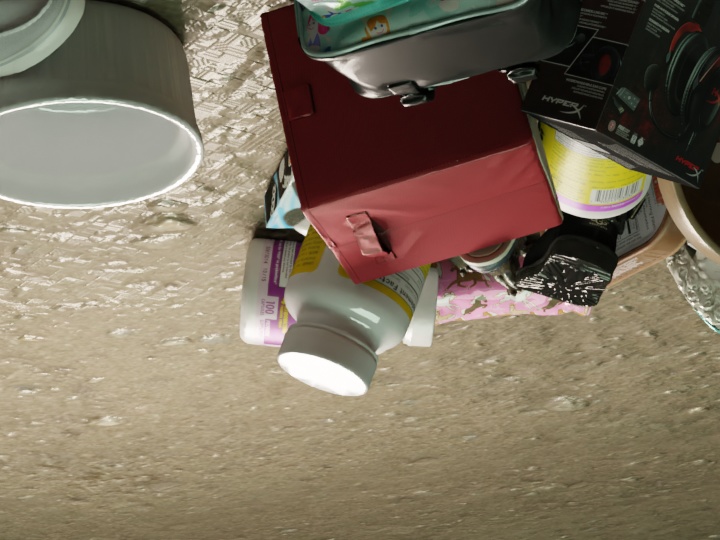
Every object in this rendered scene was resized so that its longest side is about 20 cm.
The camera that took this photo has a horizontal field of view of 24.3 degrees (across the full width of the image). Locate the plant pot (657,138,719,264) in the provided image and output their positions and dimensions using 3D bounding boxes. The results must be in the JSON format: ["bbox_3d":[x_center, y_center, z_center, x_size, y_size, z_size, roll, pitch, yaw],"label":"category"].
[{"bbox_3d":[0.312,-0.097,1.352,0.200,0.201,0.093,4,-178,-22],"label":"plant pot"}]

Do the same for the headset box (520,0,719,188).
[{"bbox_3d":[0.217,-0.179,1.211,0.075,0.200,0.149,21,179,43],"label":"headset box"}]

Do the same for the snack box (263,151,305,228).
[{"bbox_3d":[-0.013,-0.094,1.562,0.116,0.037,0.200,0,158,-16],"label":"snack box"}]

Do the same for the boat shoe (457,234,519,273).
[{"bbox_3d":[0.110,-0.071,1.417,0.075,0.200,0.062,-8,139,9],"label":"boat shoe"}]

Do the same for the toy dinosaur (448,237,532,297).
[{"bbox_3d":[0.117,-0.029,1.719,0.200,0.077,0.102,23,164,48],"label":"toy dinosaur"}]

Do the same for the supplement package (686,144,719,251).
[{"bbox_3d":[0.392,-0.086,1.513,0.152,0.151,0.200,-20,154,30],"label":"supplement package"}]

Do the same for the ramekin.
[{"bbox_3d":[-0.227,-0.133,1.333,0.200,0.098,0.201,-5,159,-2],"label":"ramekin"}]

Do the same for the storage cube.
[{"bbox_3d":[0.042,-0.119,1.304,0.179,0.200,0.171,-16,157,9],"label":"storage cube"}]

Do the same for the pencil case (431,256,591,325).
[{"bbox_3d":[0.158,0.016,1.823,0.200,0.083,0.087,-6,177,0],"label":"pencil case"}]

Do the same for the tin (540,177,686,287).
[{"bbox_3d":[0.248,-0.050,1.625,0.042,0.112,0.200,3,158,-35],"label":"tin"}]

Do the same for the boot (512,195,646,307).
[{"bbox_3d":[0.215,-0.056,1.562,0.079,0.158,0.211,20,166,-6],"label":"boot"}]

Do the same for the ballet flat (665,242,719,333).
[{"bbox_3d":[0.321,-0.031,1.593,0.072,0.200,0.072,-16,146,-12],"label":"ballet flat"}]

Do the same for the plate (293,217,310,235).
[{"bbox_3d":[0.070,-0.065,1.584,0.200,0.032,0.199,-30,159,33],"label":"plate"}]

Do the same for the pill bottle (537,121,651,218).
[{"bbox_3d":[0.200,-0.141,1.369,0.104,0.104,0.200,-3,143,-4],"label":"pill bottle"}]

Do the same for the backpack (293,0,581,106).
[{"bbox_3d":[0.036,-0.224,1.020,0.177,0.200,0.151,-12,154,26],"label":"backpack"}]

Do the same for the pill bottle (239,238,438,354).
[{"bbox_3d":[-0.022,0.030,1.738,0.200,0.112,0.112,5,159,0],"label":"pill bottle"}]

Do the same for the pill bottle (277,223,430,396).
[{"bbox_3d":[0.000,0.000,1.426,0.111,0.200,0.111,18,158,8],"label":"pill bottle"}]

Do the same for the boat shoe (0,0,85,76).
[{"bbox_3d":[-0.299,-0.186,1.236,0.200,0.072,0.068,-5,160,27],"label":"boat shoe"}]
